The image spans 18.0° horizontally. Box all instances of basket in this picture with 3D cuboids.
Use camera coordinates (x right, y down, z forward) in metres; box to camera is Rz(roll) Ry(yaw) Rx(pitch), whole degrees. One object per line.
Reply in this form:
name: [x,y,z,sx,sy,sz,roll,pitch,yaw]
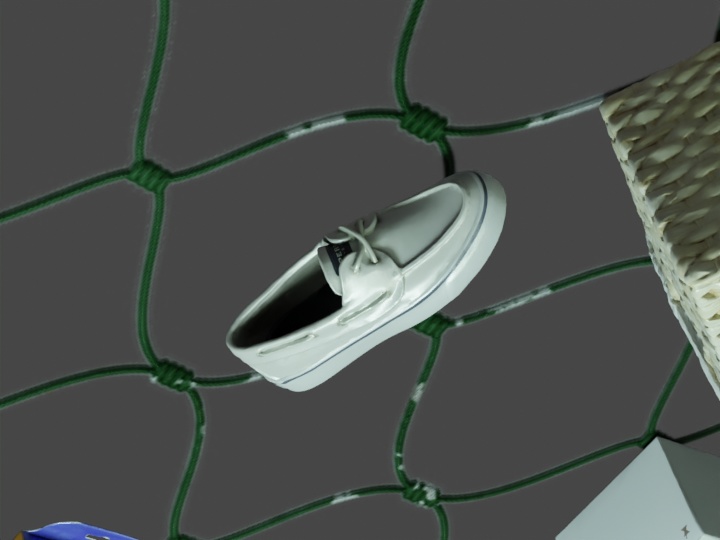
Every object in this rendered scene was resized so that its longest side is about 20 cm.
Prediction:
basket: [0.269,-0.038,1.371,0.199,0.199,0.161,-26,133,7]

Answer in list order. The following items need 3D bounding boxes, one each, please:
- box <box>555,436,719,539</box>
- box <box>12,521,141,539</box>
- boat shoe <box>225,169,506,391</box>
box: [0.267,0.220,1.695,0.199,0.098,0.124,20,124,-35]
box: [-0.224,0.254,1.590,0.119,0.042,0.200,20,126,-34]
boat shoe: [0.000,0.000,1.401,0.200,0.072,0.066,-34,140,26]
